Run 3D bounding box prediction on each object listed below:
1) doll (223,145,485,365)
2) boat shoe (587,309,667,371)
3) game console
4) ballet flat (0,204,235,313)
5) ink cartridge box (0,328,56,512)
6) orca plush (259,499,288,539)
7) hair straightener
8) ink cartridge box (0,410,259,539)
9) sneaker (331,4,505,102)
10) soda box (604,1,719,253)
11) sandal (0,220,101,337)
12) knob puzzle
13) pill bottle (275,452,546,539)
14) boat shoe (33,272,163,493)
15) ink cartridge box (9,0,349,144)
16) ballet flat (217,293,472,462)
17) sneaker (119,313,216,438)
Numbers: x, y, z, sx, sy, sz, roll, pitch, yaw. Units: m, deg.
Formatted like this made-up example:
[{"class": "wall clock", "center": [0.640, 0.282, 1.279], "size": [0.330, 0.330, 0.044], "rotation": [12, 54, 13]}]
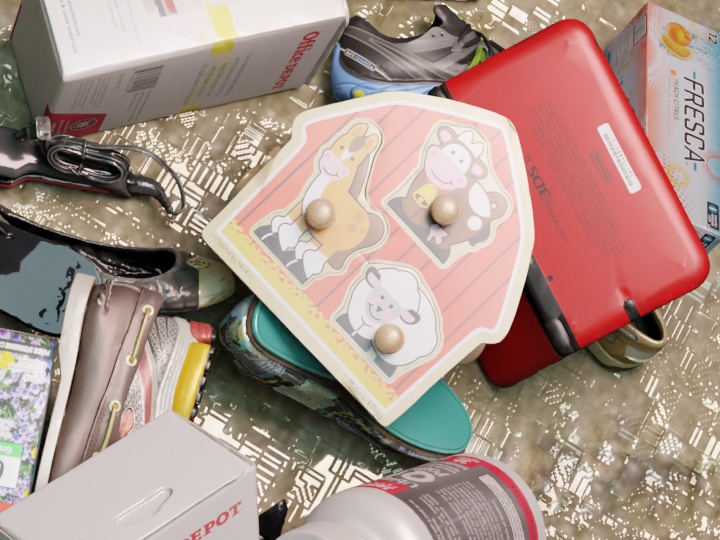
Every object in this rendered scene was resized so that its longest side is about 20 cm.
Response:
[{"class": "doll", "center": [0.000, 0.000, 1.449], "size": [0.200, 0.049, 0.136], "rotation": [37, 29, 4]}, {"class": "boat shoe", "center": [0.153, -0.021, 1.508], "size": [0.072, 0.076, 0.200], "rotation": [-42, 90, -19]}, {"class": "game console", "center": [0.121, -0.043, 1.454], "size": [0.172, 0.119, 0.201], "rotation": [-28, 86, 4]}, {"class": "ballet flat", "center": [-0.179, -0.010, 1.416], "size": [0.198, 0.067, 0.057], "rotation": [10, 107, -11]}, {"class": "ink cartridge box", "center": [-0.235, 0.146, 1.344], "size": [0.050, 0.109, 0.202], "rotation": [11, 75, -9]}, {"class": "orca plush", "center": [-0.005, 0.241, 1.406], "size": [0.105, 0.071, 0.201], "rotation": [-27, 86, -19]}, {"class": "hair straightener", "center": [-0.211, -0.072, 1.420], "size": [0.199, 0.077, 0.041], "rotation": [16, 72, -11]}, {"class": "ink cartridge box", "center": [-0.137, 0.208, 1.294], "size": [0.084, 0.201, 0.144], "rotation": [30, 45, 34]}, {"class": "sneaker", "center": [0.078, -0.150, 1.521], "size": [0.198, 0.071, 0.083], "rotation": [3, 82, -12]}, {"class": "soda box", "center": [0.215, -0.094, 1.510], "size": [0.068, 0.064, 0.201], "rotation": [21, 50, -17]}, {"class": "sandal", "center": [-0.263, -0.014, 1.364], "size": [0.199, 0.043, 0.077], "rotation": [14, 80, -3]}, {"class": "knob puzzle", "center": [0.027, -0.030, 1.373], "size": [0.218, 0.030, 0.222], "rotation": [0, 85, -4]}, {"class": "pill bottle", "center": [0.026, 0.187, 1.359], "size": [0.199, 0.110, 0.111], "rotation": [-10, 78, -54]}, {"class": "boat shoe", "center": [-0.168, 0.105, 1.328], "size": [0.059, 0.072, 0.202], "rotation": [9, 81, -4]}, {"class": "ink cartridge box", "center": [-0.125, -0.163, 1.430], "size": [0.199, 0.145, 0.084], "rotation": [-14, 79, -18]}, {"class": "ballet flat", "center": [-0.013, 0.074, 1.442], "size": [0.199, 0.074, 0.075], "rotation": [34, 70, -24]}, {"class": "sneaker", "center": [-0.159, 0.121, 1.398], "size": [0.082, 0.078, 0.201], "rotation": [17, 66, -2]}]
